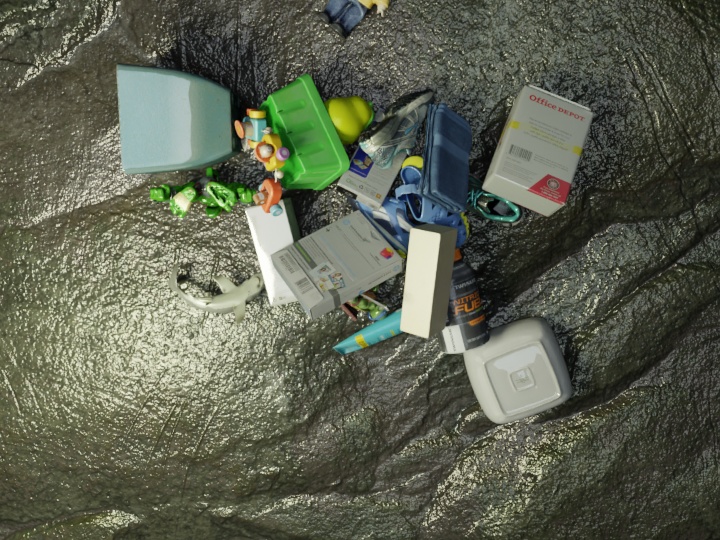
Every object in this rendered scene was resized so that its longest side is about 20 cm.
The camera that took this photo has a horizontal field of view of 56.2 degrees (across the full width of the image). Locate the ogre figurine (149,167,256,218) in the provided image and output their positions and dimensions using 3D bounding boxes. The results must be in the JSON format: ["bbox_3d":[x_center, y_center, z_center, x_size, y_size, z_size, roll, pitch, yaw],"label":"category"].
[{"bbox_3d":[-0.300,-0.154,1.349,0.199,0.120,0.099,-18,101,8],"label":"ogre figurine"}]

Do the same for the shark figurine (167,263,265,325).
[{"bbox_3d":[-0.305,0.064,1.409,0.213,0.090,0.129,2,65,-4],"label":"shark figurine"}]

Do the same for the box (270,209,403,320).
[{"bbox_3d":[-0.045,-0.015,1.266,0.200,0.041,0.156,-30,55,-16],"label":"box"}]

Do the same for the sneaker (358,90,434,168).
[{"bbox_3d":[0.079,-0.274,1.309,0.200,0.077,0.086,-45,119,-23],"label":"sneaker"}]

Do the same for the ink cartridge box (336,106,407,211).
[{"bbox_3d":[0.036,-0.222,1.333,0.094,0.037,0.201,27,71,0],"label":"ink cartridge box"}]

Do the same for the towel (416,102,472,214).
[{"bbox_3d":[0.164,-0.212,1.286,0.111,0.048,0.201,26,61,-37],"label":"towel"}]

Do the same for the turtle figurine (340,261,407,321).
[{"bbox_3d":[0.000,0.000,1.341,0.194,0.200,0.144,38,68,3],"label":"turtle figurine"}]

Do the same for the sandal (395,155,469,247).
[{"bbox_3d":[0.132,-0.120,1.315,0.200,0.087,0.079,49,143,-10],"label":"sandal"}]

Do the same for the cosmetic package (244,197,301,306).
[{"bbox_3d":[-0.162,-0.040,1.364,0.084,0.108,0.201,-12,99,5],"label":"cosmetic package"}]

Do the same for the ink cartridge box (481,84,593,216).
[{"bbox_3d":[0.336,-0.226,1.277,0.145,0.083,0.201,22,76,0],"label":"ink cartridge box"}]

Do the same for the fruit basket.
[{"bbox_3d":[-0.078,-0.273,1.314,0.215,0.155,0.217,11,69,-30],"label":"fruit basket"}]

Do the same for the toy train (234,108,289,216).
[{"bbox_3d":[-0.194,-0.205,1.253,0.200,0.055,0.150,63,143,24],"label":"toy train"}]

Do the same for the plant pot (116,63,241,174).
[{"bbox_3d":[-0.336,-0.286,1.301,0.199,0.196,0.197,-1,99,-2],"label":"plant pot"}]

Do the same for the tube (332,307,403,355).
[{"bbox_3d":[0.041,0.124,1.397,0.199,0.077,0.051,-26,62,5],"label":"tube"}]

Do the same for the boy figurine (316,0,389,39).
[{"bbox_3d":[0.009,-0.543,1.296,0.124,0.064,0.200,42,102,0],"label":"boy figurine"}]

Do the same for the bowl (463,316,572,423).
[{"bbox_3d":[0.325,0.213,1.386,0.199,0.075,0.200,-21,96,8],"label":"bowl"}]

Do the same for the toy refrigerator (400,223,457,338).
[{"bbox_3d":[0.126,0.017,1.273,0.070,0.076,0.201,14,108,30],"label":"toy refrigerator"}]

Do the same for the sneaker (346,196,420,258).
[{"bbox_3d":[0.044,-0.119,1.356,0.082,0.074,0.200,-42,90,-5],"label":"sneaker"}]

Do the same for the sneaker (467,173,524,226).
[{"bbox_3d":[0.233,-0.144,1.326,0.199,0.091,0.078,19,101,1],"label":"sneaker"}]

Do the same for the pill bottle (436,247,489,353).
[{"bbox_3d":[0.187,0.057,1.354,0.106,0.106,0.201,-15,98,6],"label":"pill bottle"}]
